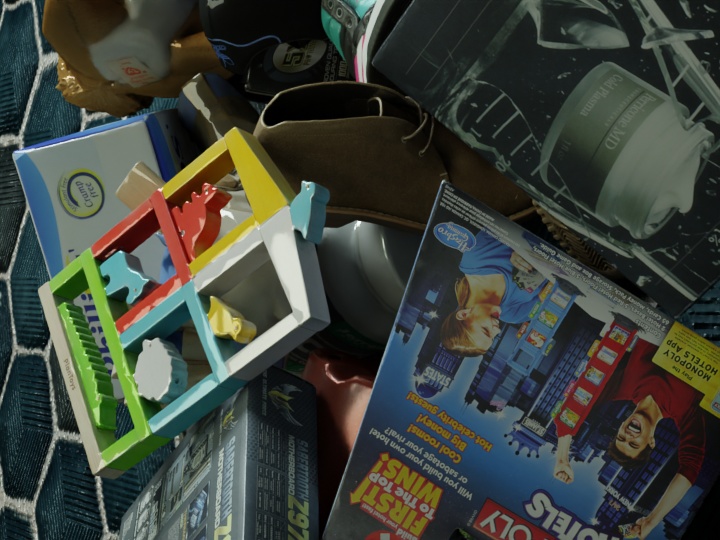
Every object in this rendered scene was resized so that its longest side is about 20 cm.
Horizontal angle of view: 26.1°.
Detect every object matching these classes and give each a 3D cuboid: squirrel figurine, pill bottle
[{"bbox_3d":[-0.158,-0.218,1.135,0.200,0.141,0.188,136,144,-59],"label":"squirrel figurine"},{"bbox_3d":[0.000,0.000,1.039,0.200,0.112,0.114,-21,67,56],"label":"pill bottle"}]

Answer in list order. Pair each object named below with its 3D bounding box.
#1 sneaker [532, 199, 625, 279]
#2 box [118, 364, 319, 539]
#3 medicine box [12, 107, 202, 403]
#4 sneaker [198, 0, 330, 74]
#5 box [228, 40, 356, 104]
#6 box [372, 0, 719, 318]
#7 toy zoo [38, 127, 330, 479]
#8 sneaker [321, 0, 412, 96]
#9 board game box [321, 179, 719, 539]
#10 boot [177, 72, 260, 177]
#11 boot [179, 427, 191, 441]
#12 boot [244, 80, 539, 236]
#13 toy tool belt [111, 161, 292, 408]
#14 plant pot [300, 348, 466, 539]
[{"bbox_3d":[0.136,-0.103,0.892,0.071,0.112,0.201,-14,104,49],"label":"sneaker"},{"bbox_3d":[-0.082,0.168,0.840,0.158,0.051,0.201,-52,25,30],"label":"box"},{"bbox_3d":[-0.155,-0.017,1.127,0.200,0.102,0.183,-69,-37,-81],"label":"medicine box"},{"bbox_3d":[-0.022,-0.201,1.052,0.070,0.199,0.078,38,146,48],"label":"sneaker"},{"bbox_3d":[-0.050,-0.225,1.157,0.164,0.085,0.202,-158,76,-72],"label":"box"},{"bbox_3d":[0.147,-0.124,0.724,0.200,0.196,0.124,-52,-1,41],"label":"box"},{"bbox_3d":[-0.093,0.011,0.873,0.200,0.020,0.132,-37,59,22],"label":"toy zoo"},{"bbox_3d":[0.025,-0.163,0.973,0.200,0.083,0.121,96,158,-62],"label":"sneaker"},{"bbox_3d":[0.077,0.091,0.814,0.199,0.062,0.201,32,89,13],"label":"board game box"},{"bbox_3d":[-0.074,-0.088,1.124,0.097,0.074,0.200,57,-178,5],"label":"boot"},{"bbox_3d":[-0.078,0.151,1.180,0.200,0.072,0.183,-167,70,-65],"label":"boot"},{"bbox_3d":[0.034,-0.068,0.912,0.076,0.198,0.074,100,165,-46],"label":"boot"},{"bbox_3d":[-0.103,0.033,0.977,0.125,0.122,0.201,-81,3,-64],"label":"toy tool belt"},{"bbox_3d":[0.011,0.161,0.933,0.200,0.200,0.197,21,95,58],"label":"plant pot"}]
